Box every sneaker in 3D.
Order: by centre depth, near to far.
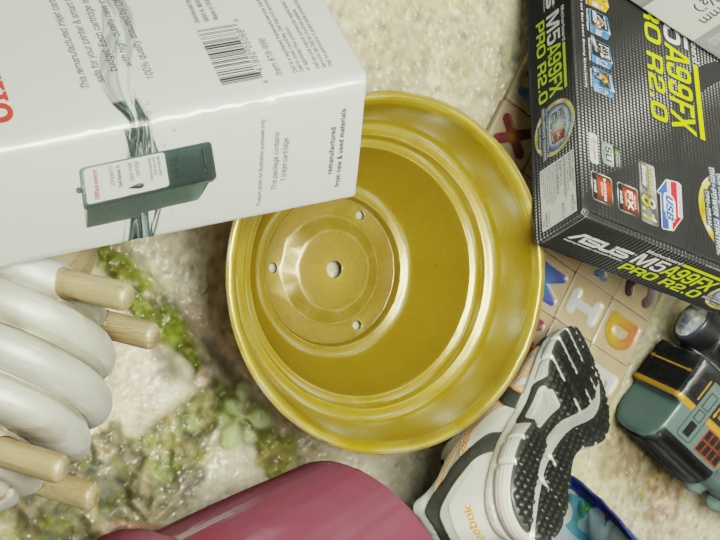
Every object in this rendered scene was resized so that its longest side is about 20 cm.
[{"bbox_3d":[0.089,0.095,1.035,0.074,0.080,0.200,64,31,-12],"label":"sneaker"}]

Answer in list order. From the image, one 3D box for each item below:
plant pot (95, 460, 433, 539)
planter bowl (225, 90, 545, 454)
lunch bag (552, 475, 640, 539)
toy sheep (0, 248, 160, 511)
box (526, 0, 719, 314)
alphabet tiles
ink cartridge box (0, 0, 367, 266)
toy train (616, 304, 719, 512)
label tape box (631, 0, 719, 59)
[{"bbox_3d":[-0.053,0.200,0.940,0.179,0.200,0.201,-35,107,-39],"label":"plant pot"},{"bbox_3d":[0.000,0.000,1.011,0.200,0.083,0.201,-1,93,-27],"label":"planter bowl"},{"bbox_3d":[0.129,0.218,1.018,0.127,0.200,0.170,-34,107,-23],"label":"lunch bag"},{"bbox_3d":[-0.184,0.055,0.890,0.138,0.138,0.201,31,65,-25],"label":"toy sheep"},{"bbox_3d":[0.176,-0.087,1.071,0.160,0.044,0.201,20,56,-29],"label":"box"},{"bbox_3d":[0.123,-0.008,1.118,0.167,0.008,0.201,33,76,-24],"label":"alphabet tiles"},{"bbox_3d":[-0.115,-0.093,0.893,0.199,0.147,0.083,-11,138,-17],"label":"ink cartridge box"},{"bbox_3d":[0.258,0.108,1.154,0.200,0.085,0.114,42,85,-24],"label":"toy train"},{"bbox_3d":[0.234,-0.208,1.108,0.200,0.066,0.144,27,54,-23],"label":"label tape box"}]
